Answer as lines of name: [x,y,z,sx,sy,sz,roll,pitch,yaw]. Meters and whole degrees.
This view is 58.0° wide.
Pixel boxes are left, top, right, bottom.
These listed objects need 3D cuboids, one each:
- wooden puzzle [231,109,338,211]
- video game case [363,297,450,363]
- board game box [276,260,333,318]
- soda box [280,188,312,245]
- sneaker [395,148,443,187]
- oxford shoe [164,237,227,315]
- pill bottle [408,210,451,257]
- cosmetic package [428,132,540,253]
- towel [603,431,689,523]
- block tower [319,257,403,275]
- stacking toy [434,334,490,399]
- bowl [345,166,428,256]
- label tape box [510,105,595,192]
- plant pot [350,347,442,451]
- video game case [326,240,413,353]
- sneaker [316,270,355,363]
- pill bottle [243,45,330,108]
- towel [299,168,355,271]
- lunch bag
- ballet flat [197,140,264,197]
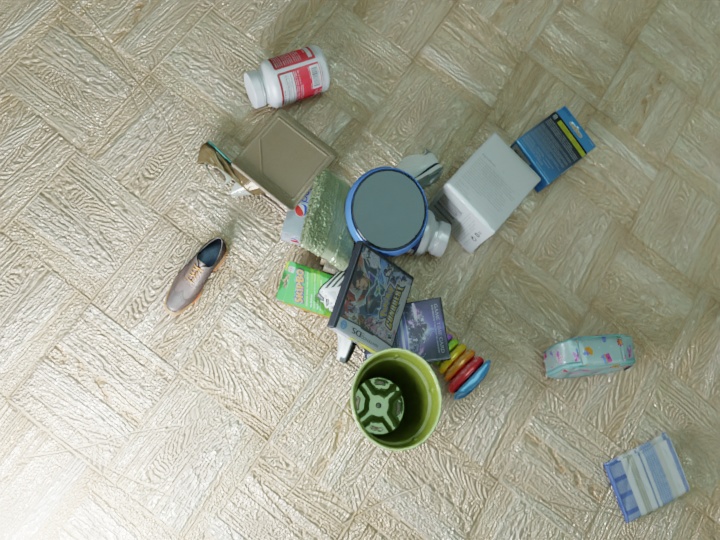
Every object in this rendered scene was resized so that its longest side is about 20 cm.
wooden puzzle: [-0.175,-0.258,1.518,0.183,0.037,0.201,37,68,5]
video game case: [0.101,0.148,1.494,0.193,0.019,0.147,-9,68,5]
board game box: [-0.093,0.054,1.514,0.194,0.030,0.098,20,74,-9]
soda box: [-0.132,-0.165,1.546,0.066,0.064,0.206,15,73,-5]
sneaker: [0.111,-0.235,1.622,0.196,0.077,0.082,-27,70,-22]
oxford shoe: [-0.370,0.006,1.443,0.070,0.073,0.203,32,71,-2]
pill bottle: [0.113,-0.103,1.557,0.194,0.111,0.114,18,72,-6]
cosmetic package: [0.299,-0.188,1.592,0.165,0.165,0.200,45,72,3]
towel: [0.692,0.497,1.568,0.195,0.024,0.151,-20,82,-14]
block tower: [0.000,0.000,1.536,0.194,0.058,0.056,16,72,-5]
stacking toy: [0.202,0.193,1.513,0.116,0.110,0.200,-42,75,-5]
bowl: [0.062,-0.136,1.476,0.193,0.039,0.208,0,87,-8]
label tape box: [0.509,-0.325,1.729,0.198,0.066,0.145,-35,85,-21]
plant pot: [0.058,0.285,1.403,0.193,0.185,0.208,3,74,-10]
video game case: [0.027,0.068,1.444,0.179,0.025,0.205,32,69,-34]
sneaker: [-0.051,0.100,1.476,0.112,0.076,0.207,12,79,8]
pill bottle: [-0.181,-0.470,1.592,0.195,0.112,0.115,-23,80,-17]
towel: [-0.061,-0.117,1.484,0.146,0.036,0.206,29,63,-30]
lunch bag: [0.544,0.209,1.545,0.193,0.161,0.080,-3,70,-6]
ballet flat: [-0.304,-0.221,1.530,0.198,0.068,0.073,36,91,-1]
